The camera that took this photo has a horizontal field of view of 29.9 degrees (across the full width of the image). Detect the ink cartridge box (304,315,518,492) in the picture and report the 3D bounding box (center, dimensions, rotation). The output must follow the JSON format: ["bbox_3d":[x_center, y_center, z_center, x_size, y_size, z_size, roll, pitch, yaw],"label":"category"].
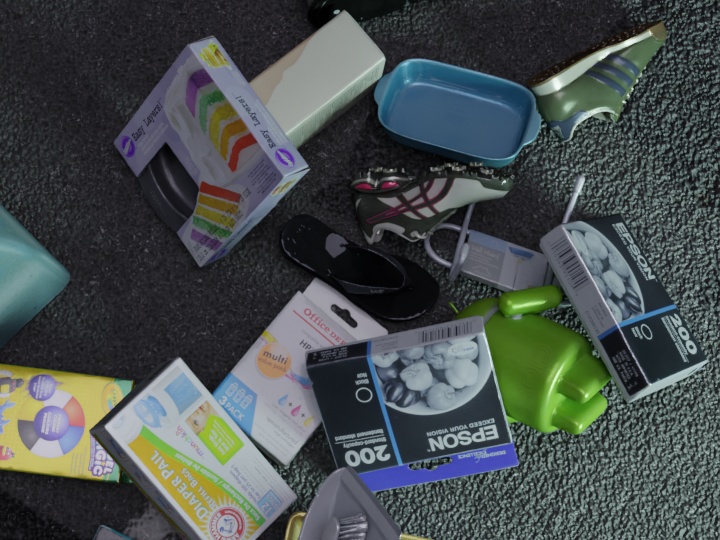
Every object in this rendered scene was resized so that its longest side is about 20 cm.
[{"bbox_3d":[0.059,0.159,1.451,0.196,0.044,0.202,-12,118,10],"label":"ink cartridge box"}]

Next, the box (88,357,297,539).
[{"bbox_3d":[-0.180,0.207,1.444,0.112,0.101,0.200,-43,97,-21],"label":"box"}]

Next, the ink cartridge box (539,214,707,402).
[{"bbox_3d":[0.306,0.033,1.507,0.199,0.043,0.199,-11,69,-53],"label":"ink cartridge box"}]

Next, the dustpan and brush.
[{"bbox_3d":[-0.042,0.322,1.420,0.057,0.140,0.202,10,110,-33],"label":"dustpan and brush"}]

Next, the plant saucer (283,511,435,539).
[{"bbox_3d":[-0.002,0.383,1.478,0.198,0.048,0.202,12,77,-3],"label":"plant saucer"}]

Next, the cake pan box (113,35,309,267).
[{"bbox_3d":[-0.172,-0.128,1.505,0.052,0.200,0.185,-26,80,-47],"label":"cake pan box"}]

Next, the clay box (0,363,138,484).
[{"bbox_3d":[-0.328,0.170,1.491,0.197,0.048,0.116,7,79,-3],"label":"clay box"}]

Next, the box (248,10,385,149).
[{"bbox_3d":[-0.071,-0.201,1.567,0.199,0.095,0.078,-39,82,-13],"label":"box"}]

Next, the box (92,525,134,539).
[{"bbox_3d":[-0.289,0.383,1.450,0.082,0.049,0.201,27,77,0],"label":"box"}]

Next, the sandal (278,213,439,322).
[{"bbox_3d":[-0.001,0.000,1.546,0.198,0.043,0.077,23,73,-10],"label":"sandal"}]

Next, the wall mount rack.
[{"bbox_3d":[0.181,-0.045,1.572,0.198,0.075,0.175,19,53,-2],"label":"wall mount rack"}]

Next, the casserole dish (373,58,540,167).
[{"bbox_3d":[0.112,-0.181,1.586,0.198,0.039,0.122,16,60,10],"label":"casserole dish"}]

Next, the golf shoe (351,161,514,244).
[{"bbox_3d":[0.085,-0.079,1.543,0.198,0.077,0.089,-2,97,30],"label":"golf shoe"}]

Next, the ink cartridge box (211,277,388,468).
[{"bbox_3d":[-0.065,0.107,1.518,0.115,0.068,0.200,39,77,3],"label":"ink cartridge box"}]

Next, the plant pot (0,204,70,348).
[{"bbox_3d":[-0.455,-0.012,1.439,0.196,0.200,0.196,44,78,5],"label":"plant pot"}]

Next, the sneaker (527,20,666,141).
[{"bbox_3d":[0.295,-0.224,1.627,0.199,0.067,0.091,-28,105,-21],"label":"sneaker"}]

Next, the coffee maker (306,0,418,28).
[{"bbox_3d":[-0.002,-0.411,1.612,0.190,0.134,0.202,-11,80,-31],"label":"coffee maker"}]

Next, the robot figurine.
[{"bbox_3d":[0.177,0.103,1.497,0.199,0.177,0.115,24,39,30],"label":"robot figurine"}]
